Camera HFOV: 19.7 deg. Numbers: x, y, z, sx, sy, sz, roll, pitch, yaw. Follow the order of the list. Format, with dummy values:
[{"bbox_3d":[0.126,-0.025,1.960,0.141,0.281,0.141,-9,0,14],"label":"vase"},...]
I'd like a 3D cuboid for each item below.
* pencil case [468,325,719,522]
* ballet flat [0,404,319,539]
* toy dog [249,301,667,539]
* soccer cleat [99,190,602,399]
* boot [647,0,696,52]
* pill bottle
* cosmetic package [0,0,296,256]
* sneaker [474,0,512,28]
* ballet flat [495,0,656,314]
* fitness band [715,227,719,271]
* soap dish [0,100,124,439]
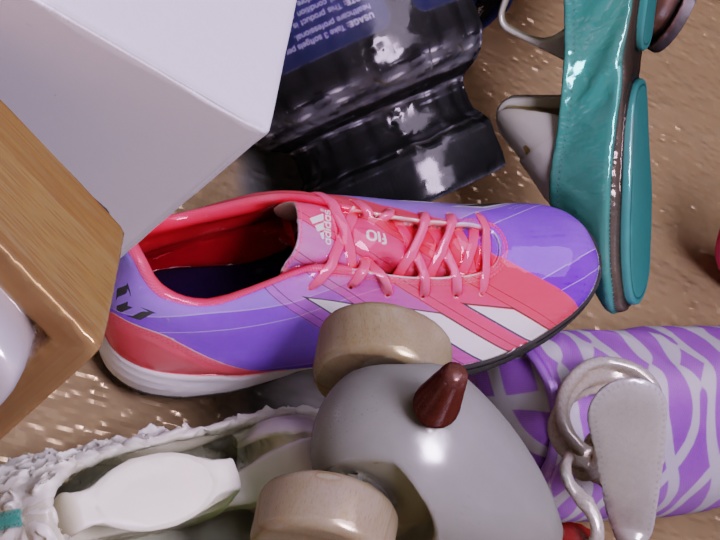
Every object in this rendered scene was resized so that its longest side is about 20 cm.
[{"bbox_3d":[0.118,0.062,0.883,0.199,0.085,0.085,3,101,-38],"label":"pencil case"},{"bbox_3d":[-0.050,0.084,0.739,0.199,0.072,0.072,-7,69,-42],"label":"ballet flat"},{"bbox_3d":[0.062,0.075,0.716,0.198,0.096,0.133,7,66,-29],"label":"toy dog"},{"bbox_3d":[0.000,0.000,0.772,0.198,0.073,0.069,-7,57,-12],"label":"soccer cleat"},{"bbox_3d":[0.056,-0.198,0.906,0.198,0.064,0.188,14,58,-20],"label":"boot"},{"bbox_3d":[-0.017,-0.118,0.844,0.111,0.111,0.202,-25,93,-45],"label":"pill bottle"},{"bbox_3d":[-0.113,-0.102,0.703,0.122,0.200,0.201,28,51,-23],"label":"cosmetic package"},{"bbox_3d":[0.061,-0.154,0.971,0.198,0.080,0.116,8,63,-28],"label":"sneaker"},{"bbox_3d":[0.091,-0.085,0.860,0.067,0.070,0.202,-21,115,-72],"label":"ballet flat"},{"bbox_3d":[0.259,0.018,0.976,0.199,0.143,0.038,33,69,-18],"label":"fitness band"},{"bbox_3d":[-0.170,0.001,0.597,0.157,0.200,0.081,46,42,-7],"label":"soap dish"}]
